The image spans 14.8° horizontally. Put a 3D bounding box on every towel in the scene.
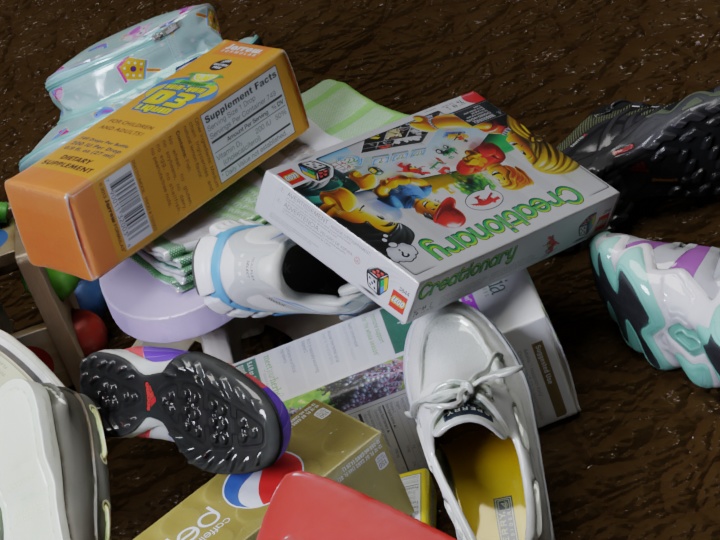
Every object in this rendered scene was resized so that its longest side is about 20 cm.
[{"bbox_3d":[-0.070,-0.063,1.795,0.200,0.031,0.149,-31,31,-19],"label":"towel"}]

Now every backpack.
[{"bbox_3d":[-0.151,-0.097,1.997,0.200,0.153,0.176,-35,5,-4],"label":"backpack"}]

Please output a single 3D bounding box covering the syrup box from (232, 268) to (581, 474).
[{"bbox_3d":[0.025,0.072,1.696,0.200,0.082,0.079,-22,32,1],"label":"syrup box"}]

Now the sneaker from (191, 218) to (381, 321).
[{"bbox_3d":[0.000,0.000,1.713,0.200,0.075,0.087,-7,5,-38],"label":"sneaker"}]

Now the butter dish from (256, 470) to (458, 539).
[{"bbox_3d":[0.028,0.225,1.401,0.200,0.148,0.200,21,94,50],"label":"butter dish"}]

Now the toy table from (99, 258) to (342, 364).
[{"bbox_3d":[-0.093,0.023,1.814,0.183,0.117,0.200,-9,31,20],"label":"toy table"}]

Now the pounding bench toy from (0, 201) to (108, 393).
[{"bbox_3d":[-0.268,-0.001,1.876,0.156,0.200,0.124,-19,29,5],"label":"pounding bench toy"}]

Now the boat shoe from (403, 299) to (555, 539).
[{"bbox_3d":[0.062,0.089,1.567,0.074,0.086,0.202,-13,56,4],"label":"boat shoe"}]

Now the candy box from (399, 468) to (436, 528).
[{"bbox_3d":[-0.052,0.177,1.629,0.200,0.026,0.102,-15,34,11],"label":"candy box"}]

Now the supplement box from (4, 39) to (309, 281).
[{"bbox_3d":[-0.126,-0.072,1.752,0.066,0.069,0.200,13,37,43],"label":"supplement box"}]

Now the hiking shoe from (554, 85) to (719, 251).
[{"bbox_3d":[0.196,-0.091,1.857,0.200,0.076,0.101,-21,33,2],"label":"hiking shoe"}]

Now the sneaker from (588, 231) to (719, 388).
[{"bbox_3d":[0.240,0.010,1.679,0.140,0.078,0.200,-30,41,-18],"label":"sneaker"}]

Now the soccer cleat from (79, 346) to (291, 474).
[{"bbox_3d":[-0.089,0.075,1.624,0.073,0.068,0.200,-8,8,-35],"label":"soccer cleat"}]

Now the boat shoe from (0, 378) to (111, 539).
[{"bbox_3d":[-0.173,0.163,1.618,0.072,0.060,0.202,-23,67,41],"label":"boat shoe"}]

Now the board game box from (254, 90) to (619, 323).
[{"bbox_3d":[0.049,-0.041,1.684,0.126,0.035,0.200,36,38,26],"label":"board game box"}]

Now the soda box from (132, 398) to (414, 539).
[{"bbox_3d":[-0.070,0.162,1.577,0.200,0.064,0.068,-38,35,-23],"label":"soda box"}]

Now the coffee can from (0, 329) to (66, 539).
[{"bbox_3d":[-0.274,0.145,1.697,0.146,0.147,0.200,15,46,46],"label":"coffee can"}]
